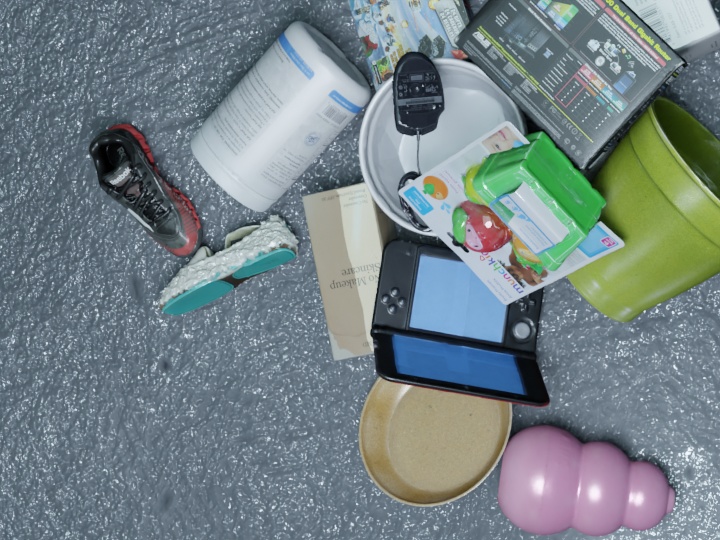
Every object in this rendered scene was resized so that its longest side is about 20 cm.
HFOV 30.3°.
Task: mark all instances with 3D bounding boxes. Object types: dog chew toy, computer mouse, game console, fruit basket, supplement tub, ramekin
[{"bbox_3d":[0.259,0.247,1.522,0.197,0.125,0.126,8,95,9],"label":"dog chew toy"},{"bbox_3d":[0.065,-0.144,1.498,0.058,0.034,0.203,-2,98,-3],"label":"computer mouse"},{"bbox_3d":[0.118,0.056,1.505,0.197,0.119,0.175,10,82,-8],"label":"game console"},{"bbox_3d":[0.154,-0.052,1.420,0.185,0.094,0.199,46,136,-12],"label":"fruit basket"},{"bbox_3d":[-0.095,-0.185,1.598,0.200,0.132,0.132,-45,80,14],"label":"supplement tub"},{"bbox_3d":[0.105,-0.143,1.552,0.198,0.105,0.203,1,94,17],"label":"ramekin"}]

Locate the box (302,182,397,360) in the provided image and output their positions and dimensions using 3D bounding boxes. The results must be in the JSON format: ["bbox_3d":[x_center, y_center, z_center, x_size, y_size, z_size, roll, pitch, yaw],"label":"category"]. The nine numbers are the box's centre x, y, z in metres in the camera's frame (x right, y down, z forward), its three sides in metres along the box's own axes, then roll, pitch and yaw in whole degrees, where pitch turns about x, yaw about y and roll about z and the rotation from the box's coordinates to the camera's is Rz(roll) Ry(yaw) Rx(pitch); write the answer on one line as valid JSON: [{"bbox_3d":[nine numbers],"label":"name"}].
[{"bbox_3d":[0.000,0.000,1.606,0.094,0.078,0.203,-13,89,17],"label":"box"}]

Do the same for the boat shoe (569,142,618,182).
[{"bbox_3d":[0.219,-0.080,1.534,0.060,0.072,0.202,38,90,29],"label":"boat shoe"}]

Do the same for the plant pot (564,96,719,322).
[{"bbox_3d":[0.319,-0.050,1.458,0.201,0.200,0.193,50,116,9],"label":"plant pot"}]

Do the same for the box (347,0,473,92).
[{"bbox_3d":[0.055,-0.329,1.591,0.136,0.040,0.202,-18,88,18],"label":"box"}]

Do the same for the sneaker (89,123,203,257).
[{"bbox_3d":[-0.275,-0.098,1.676,0.071,0.098,0.201,-37,83,13],"label":"sneaker"}]

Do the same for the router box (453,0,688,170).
[{"bbox_3d":[0.217,-0.227,1.383,0.200,0.062,0.150,46,107,10],"label":"router box"}]

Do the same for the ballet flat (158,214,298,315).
[{"bbox_3d":[-0.168,-0.009,1.671,0.198,0.072,0.072,-25,86,12],"label":"ballet flat"}]

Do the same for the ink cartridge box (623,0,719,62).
[{"bbox_3d":[0.281,-0.280,1.469,0.198,0.144,0.149,-22,87,17],"label":"ink cartridge box"}]

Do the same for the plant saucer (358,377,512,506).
[{"bbox_3d":[0.093,0.185,1.576,0.198,0.035,0.202,-13,61,24],"label":"plant saucer"}]
